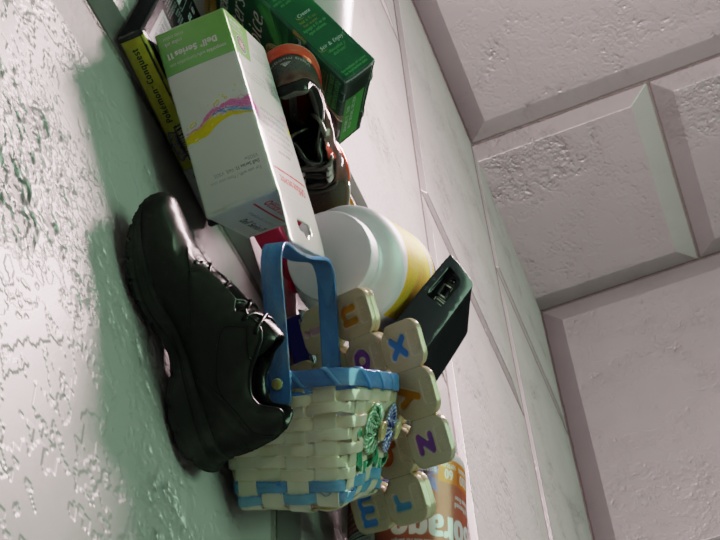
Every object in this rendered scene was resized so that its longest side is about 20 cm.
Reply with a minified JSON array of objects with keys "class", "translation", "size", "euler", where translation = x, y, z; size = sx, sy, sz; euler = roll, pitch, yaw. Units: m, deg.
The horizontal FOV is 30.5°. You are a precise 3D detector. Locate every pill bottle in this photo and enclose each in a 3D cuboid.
[{"class":"pill bottle","translation":[0.000,0.000,1.256],"size":[0.200,0.111,0.113],"euler":[26,47,-72]},{"class":"pill bottle","translation":[0.043,0.265,1.181],"size":[0.112,0.111,0.202],"euler":[54,31,-55]}]

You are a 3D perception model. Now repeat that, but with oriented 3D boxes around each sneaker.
[{"class":"sneaker","translation":[-0.104,0.036,0.943],"size":[0.076,0.090,0.202],"euler":[-6,77,-74]},{"class":"sneaker","translation":[-0.052,-0.106,1.225],"size":[0.082,0.076,0.201],"euler":[-107,179,-50]}]

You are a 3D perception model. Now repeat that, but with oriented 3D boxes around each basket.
[{"class":"basket","translation":[-0.041,0.084,1.038],"size":[0.176,0.137,0.203],"euler":[13,68,-76]}]

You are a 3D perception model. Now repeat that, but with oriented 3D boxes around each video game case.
[{"class":"video game case","translation":[-0.151,-0.162,1.186],"size":[0.201,0.025,0.182],"euler":[-87,156,-62]}]

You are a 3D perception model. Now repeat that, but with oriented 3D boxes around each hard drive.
[{"class":"hard drive","translation":[0.041,0.094,1.265],"size":[0.042,0.201,0.135],"euler":[32,-23,17]}]

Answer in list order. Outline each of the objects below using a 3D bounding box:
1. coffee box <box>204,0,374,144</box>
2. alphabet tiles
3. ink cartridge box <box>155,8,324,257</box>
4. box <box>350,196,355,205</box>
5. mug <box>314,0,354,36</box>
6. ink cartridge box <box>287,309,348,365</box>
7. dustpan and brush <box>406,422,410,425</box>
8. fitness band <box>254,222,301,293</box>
[{"class":"coffee box","translation":[-0.073,-0.223,1.279],"size":[0.200,0.044,0.123],"euler":[46,-23,13]},{"class":"alphabet tiles","translation":[0.005,0.120,1.129],"size":[0.014,0.195,0.202],"euler":[-9,79,-41]},{"class":"ink cartridge box","translation":[-0.098,-0.100,1.101],"size":[0.117,0.067,0.202],"euler":[30,42,-75]},{"class":"box","translation":[-0.035,-0.090,1.465],"size":[0.119,0.041,0.201],"euler":[65,1,-57]},{"class":"mug","translation":[-0.068,-0.262,1.430],"size":[0.187,0.147,0.155],"euler":[-55,141,-70]},{"class":"ink cartridge box","translation":[-0.036,0.091,1.286],"size":[0.200,0.037,0.096],"euler":[31,43,-80]},{"class":"dustpan and brush","translation":[0.054,0.171,1.349],"size":[0.139,0.057,0.202],"euler":[35,43,-47]},{"class":"fitness band","translation":[-0.078,-0.064,1.344],"size":[0.201,0.037,0.145],"euler":[-90,158,-60]}]
